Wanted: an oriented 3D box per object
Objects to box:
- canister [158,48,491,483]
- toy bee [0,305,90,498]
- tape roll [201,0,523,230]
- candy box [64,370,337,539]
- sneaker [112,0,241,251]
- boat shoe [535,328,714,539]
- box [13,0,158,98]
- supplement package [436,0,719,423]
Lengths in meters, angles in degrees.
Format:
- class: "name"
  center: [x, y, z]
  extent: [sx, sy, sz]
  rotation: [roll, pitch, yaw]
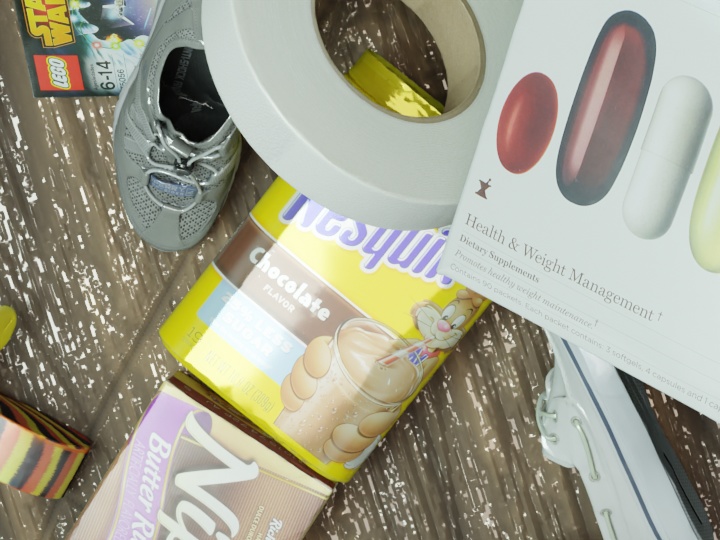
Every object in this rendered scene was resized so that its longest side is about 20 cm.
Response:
- class: "canister"
  center: [0.000, 0.000, 1.462]
  extent: [0.148, 0.087, 0.200]
  rotation: [38, 97, -1]
- class: "toy bee"
  center: [-0.254, 0.078, 1.471]
  extent: [0.199, 0.109, 0.132]
  rotation: [9, 96, 3]
- class: "tape roll"
  center: [0.012, -0.117, 1.375]
  extent: [0.202, 0.037, 0.204]
  rotation: [15, 58, -25]
- class: "candy box"
  center: [-0.113, 0.173, 1.495]
  extent: [0.116, 0.056, 0.201]
  rotation: [33, 96, 1]
- class: "sneaker"
  center: [-0.101, -0.081, 1.428]
  extent: [0.074, 0.082, 0.201]
  rotation: [9, 132, -3]
- class: "boat shoe"
  center: [0.130, 0.087, 1.458]
  extent: [0.066, 0.074, 0.201]
  rotation: [-23, 101, 15]
- class: "box"
  center: [-0.126, -0.183, 1.419]
  extent: [0.136, 0.040, 0.201]
  rotation: [-1, 133, 6]
- class: "supplement package"
  center: [0.175, -0.059, 1.300]
  extent: [0.191, 0.147, 0.201]
  rotation: [27, 112, 26]
